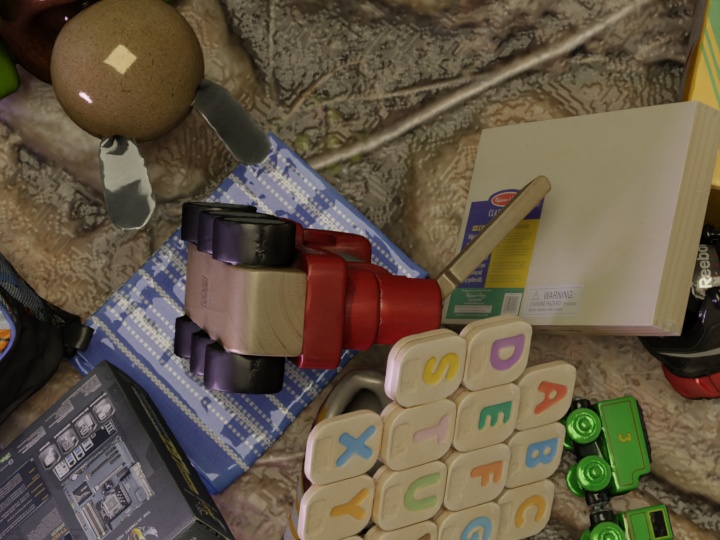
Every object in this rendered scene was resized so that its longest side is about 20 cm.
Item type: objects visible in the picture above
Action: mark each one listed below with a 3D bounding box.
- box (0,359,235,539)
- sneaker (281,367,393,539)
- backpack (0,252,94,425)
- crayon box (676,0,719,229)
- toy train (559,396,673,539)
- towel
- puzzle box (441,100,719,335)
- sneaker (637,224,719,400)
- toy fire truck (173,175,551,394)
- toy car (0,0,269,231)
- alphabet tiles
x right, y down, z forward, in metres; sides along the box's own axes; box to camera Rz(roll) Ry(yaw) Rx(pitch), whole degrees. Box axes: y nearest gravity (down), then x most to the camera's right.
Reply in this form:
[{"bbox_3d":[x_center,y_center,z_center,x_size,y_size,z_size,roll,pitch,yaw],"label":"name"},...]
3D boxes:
[{"bbox_3d":[-0.185,0.172,1.114,0.200,0.051,0.158,-43,43,3],"label":"box"},{"bbox_3d":[-0.015,0.157,1.134,0.075,0.090,0.201,7,79,5],"label":"sneaker"},{"bbox_3d":[-0.303,0.031,1.152,0.200,0.154,0.191,-42,64,1],"label":"backpack"},{"bbox_3d":[0.221,-0.101,1.150,0.051,0.126,0.201,13,81,6],"label":"crayon box"},{"bbox_3d":[0.166,0.173,1.146,0.056,0.042,0.201,-10,78,-9],"label":"toy train"},{"bbox_3d":[-0.075,0.026,1.198,0.145,0.024,0.200,43,84,10],"label":"towel"},{"bbox_3d":[0.128,-0.028,1.121,0.025,0.200,0.134,19,79,-32],"label":"puzzle box"},{"bbox_3d":[0.243,0.007,1.100,0.200,0.098,0.071,-30,42,33],"label":"sneaker"},{"bbox_3d":[0.000,0.000,1.108,0.199,0.176,0.129,3,95,-14],"label":"toy fire truck"},{"bbox_3d":[-0.147,-0.124,1.158,0.164,0.158,0.200,-31,74,-12],"label":"toy car"},{"bbox_3d":[0.047,0.124,1.091,0.015,0.195,0.201,32,123,45],"label":"alphabet tiles"}]
